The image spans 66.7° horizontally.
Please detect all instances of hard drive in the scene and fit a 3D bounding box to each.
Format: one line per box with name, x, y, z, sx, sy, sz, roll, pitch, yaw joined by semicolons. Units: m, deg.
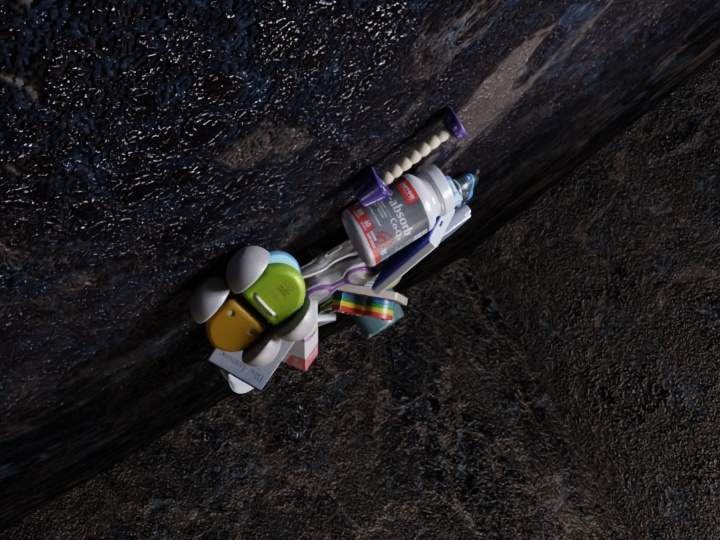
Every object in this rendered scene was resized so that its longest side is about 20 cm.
hard drive;0.106;-0.042;1.125;0.200;0.025;0.133;-43;-169;45

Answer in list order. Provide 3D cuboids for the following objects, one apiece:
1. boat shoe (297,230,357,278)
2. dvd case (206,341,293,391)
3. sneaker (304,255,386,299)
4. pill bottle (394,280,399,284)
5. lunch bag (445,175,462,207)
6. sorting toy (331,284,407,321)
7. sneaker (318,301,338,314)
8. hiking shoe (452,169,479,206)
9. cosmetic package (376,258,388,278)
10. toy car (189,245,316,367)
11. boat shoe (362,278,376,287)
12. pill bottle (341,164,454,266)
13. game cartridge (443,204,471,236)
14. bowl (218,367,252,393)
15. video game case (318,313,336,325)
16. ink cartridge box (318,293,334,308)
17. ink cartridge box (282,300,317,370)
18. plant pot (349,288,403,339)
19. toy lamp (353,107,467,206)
boat shoe;-0.066;-0.044;1.127;0.195;0.059;0.066;-24;-155;-27
dvd case;-0.220;0.148;1.161;0.202;0.140;0.018;-53;-162;16
sneaker;-0.041;-0.012;1.183;0.194;0.102;0.075;-19;146;11
pill bottle;0.046;-0.002;1.526;0.113;0.117;0.199;-33;172;15
lunch bag;0.124;-0.128;1.213;0.197;0.084;0.161;-27;171;-34
sorting toy;0.011;0.084;1.414;0.193;0.072;0.199;10;175;14
sneaker;-0.129;0.097;1.601;0.194;0.086;0.080;-19;160;22
hiking shoe;0.247;-0.182;1.388;0.085;0.076;0.200;-29;171;-12
cosmetic package;0.066;-0.047;1.353;0.071;0.102;0.199;-46;167;19
toy car;-0.174;0.044;0.923;0.197;0.175;0.152;-35;-155;19
boat shoe;0.000;0.000;1.333;0.195;0.071;0.074;2;113;-38
pill bottle;0.071;-0.106;1.022;0.196;0.118;0.116;-32;172;-7
game cartridge;0.176;-0.082;1.270;0.132;0.041;0.200;-39;176;-10
bowl;-0.275;0.175;1.293;0.201;0.088;0.206;-46;148;-40
video game case;-0.186;0.147;1.494;0.193;0.024;0.181;-3;169;-26
ink cartridge box;-0.132;0.068;1.446;0.102;0.061;0.200;-32;172;9
ink cartridge box;-0.158;0.116;1.237;0.068;0.113;0.205;-51;152;-47
plant pot;0.033;0.097;1.761;0.196;0.200;0.200;-30;172;-4
toy lamp;0.074;-0.174;0.864;0.198;0.059;0.058;-38;170;14
